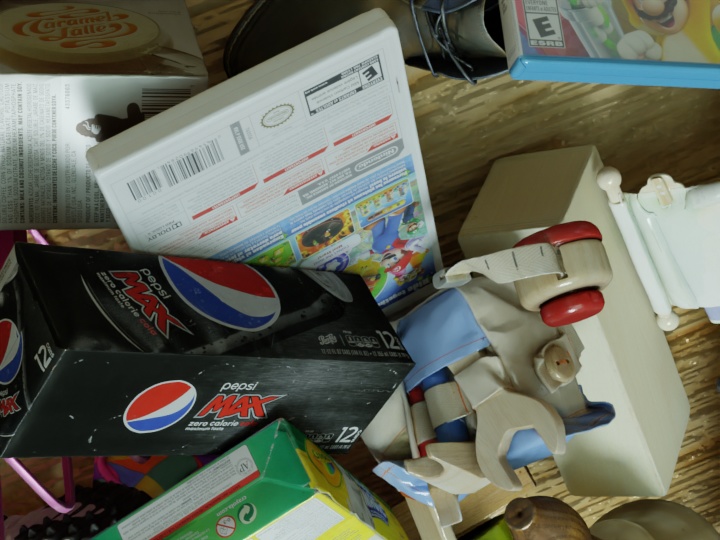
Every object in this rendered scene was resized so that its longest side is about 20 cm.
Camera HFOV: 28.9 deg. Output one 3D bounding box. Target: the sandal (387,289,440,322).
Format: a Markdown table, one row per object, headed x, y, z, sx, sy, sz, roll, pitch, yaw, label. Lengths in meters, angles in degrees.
| x | y | z | sx | sy | sz | roll | pitch | yaw | label |
| --- | --- | --- | --- | --- | --- | --- | --- | --- | --- |
| -0.005 | 0.005 | 0.785 | 0.082 | 0.050 | 0.202 | -41 | 133 | 24 | sandal |

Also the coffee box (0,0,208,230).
| x | y | z | sx | sy | sz | roll | pitch | yaw | label |
| --- | --- | --- | --- | --- | --- | --- | --- | --- | --- |
| -0.177 | -0.078 | 0.657 | 0.198 | 0.115 | 0.080 | -1 | 118 | -13 | coffee box |

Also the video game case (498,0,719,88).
| x | y | z | sx | sy | sz | roll | pitch | yaw | label |
| --- | --- | --- | --- | --- | --- | --- | --- | --- | --- |
| 0.125 | -0.178 | 0.654 | 0.142 | 0.202 | 0.018 | 0 | 157 | -14 | video game case |

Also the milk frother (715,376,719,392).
| x | y | z | sx | sy | sz | roll | pitch | yaw | label |
| --- | --- | --- | --- | --- | --- | --- | --- | --- | --- |
| 0.235 | 0.155 | 0.863 | 0.198 | 0.181 | 0.190 | -4 | 98 | 4 | milk frother |

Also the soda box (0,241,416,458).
| x | y | z | sx | sy | sz | roll | pitch | yaw | label |
| --- | --- | --- | --- | --- | --- | --- | --- | --- | --- |
| -0.073 | 0.039 | 0.634 | 0.199 | 0.064 | 0.071 | 6 | 130 | -44 | soda box |

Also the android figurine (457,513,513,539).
| x | y | z | sx | sy | sz | roll | pitch | yaw | label |
| --- | --- | --- | --- | --- | --- | --- | --- | --- | --- |
| 0.027 | 0.203 | 0.831 | 0.200 | 0.182 | 0.041 | -35 | 82 | 36 | android figurine |

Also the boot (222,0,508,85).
| x | y | z | sx | sy | sz | roll | pitch | yaw | label |
| --- | --- | --- | --- | --- | --- | --- | --- | --- | --- |
| 0.027 | -0.130 | 0.691 | 0.199 | 0.097 | 0.075 | -28 | 121 | 1 | boot |

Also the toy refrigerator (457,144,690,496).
| x | y | z | sx | sy | sz | roll | pitch | yaw | label |
| --- | --- | --- | --- | --- | --- | --- | --- | --- | --- |
| 0.125 | 0.034 | 0.805 | 0.069 | 0.076 | 0.201 | -6 | 126 | 32 | toy refrigerator |

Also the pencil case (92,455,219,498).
| x | y | z | sx | sy | sz | roll | pitch | yaw | label |
| --- | --- | --- | --- | --- | --- | --- | --- | --- | --- |
| -0.125 | 0.193 | 0.829 | 0.088 | 0.089 | 0.202 | 2 | 117 | -15 | pencil case |

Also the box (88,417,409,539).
| x | y | z | sx | sy | sz | roll | pitch | yaw | label |
| --- | --- | --- | --- | --- | --- | --- | --- | --- | --- |
| -0.043 | 0.149 | 0.711 | 0.117 | 0.049 | 0.200 | -32 | 149 | 3 | box |

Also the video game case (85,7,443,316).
| x | y | z | sx | sy | sz | roll | pitch | yaw | label |
| --- | --- | --- | --- | --- | --- | --- | --- | --- | --- |
| -0.034 | -0.021 | 0.664 | 0.142 | 0.018 | 0.201 | -27 | 145 | -8 | video game case |

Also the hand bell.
| x | y | z | sx | sy | sz | roll | pitch | yaw | label |
| --- | --- | --- | --- | --- | --- | --- | --- | --- | --- |
| 0.124 | 0.152 | 0.739 | 0.104 | 0.104 | 0.200 | -41 | 145 | 9 | hand bell |

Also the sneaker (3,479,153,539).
| x | y | z | sx | sy | sz | roll | pitch | yaw | label |
| --- | --- | --- | --- | --- | --- | --- | --- | --- | --- |
| -0.165 | 0.172 | 0.762 | 0.199 | 0.066 | 0.091 | -19 | 101 | 38 | sneaker |

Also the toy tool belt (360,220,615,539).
| x | y | z | sx | sy | sz | roll | pitch | yaw | label |
| --- | --- | --- | --- | --- | --- | --- | --- | --- | --- |
| 0.072 | 0.069 | 0.708 | 0.124 | 0.124 | 0.200 | -7 | 162 | -34 | toy tool belt |

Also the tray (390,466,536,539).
| x | y | z | sx | sy | sz | roll | pitch | yaw | label |
| --- | --- | --- | --- | --- | --- | --- | --- | --- | --- |
| 0.013 | 0.167 | 0.842 | 0.199 | 0.099 | 0.037 | -30 | 80 | 3 | tray |

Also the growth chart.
| x | y | z | sx | sy | sz | roll | pitch | yaw | label |
| --- | --- | --- | --- | --- | --- | --- | --- | --- | --- |
| 0.239 | -0.011 | 0.753 | 0.198 | 0.018 | 0.145 | -6 | 133 | 22 | growth chart |

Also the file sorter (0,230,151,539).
| x | y | z | sx | sy | sz | roll | pitch | yaw | label |
| --- | --- | --- | --- | --- | --- | --- | --- | --- | --- |
| -0.222 | 0.079 | 0.712 | 0.199 | 0.139 | 0.126 | -32 | 121 | 4 | file sorter |
